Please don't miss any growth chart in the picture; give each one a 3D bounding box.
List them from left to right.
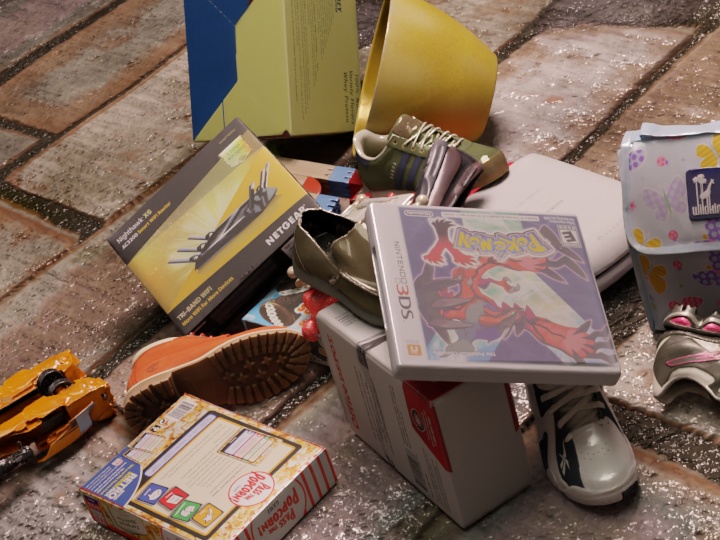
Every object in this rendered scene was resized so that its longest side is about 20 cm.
[{"bbox_3d":[-0.009,-0.030,1.698,0.145,0.018,0.200,-46,17,-15],"label":"growth chart"}]

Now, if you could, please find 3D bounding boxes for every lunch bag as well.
[{"bbox_3d":[0.334,-0.046,1.554,0.168,0.201,0.127,-1,37,24],"label":"lunch bag"}]

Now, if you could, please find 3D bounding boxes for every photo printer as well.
[{"bbox_3d":[0.197,-0.038,1.728,0.166,0.070,0.199,-36,37,-24],"label":"photo printer"}]

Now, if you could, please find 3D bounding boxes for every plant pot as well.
[{"bbox_3d":[0.080,-0.216,1.962,0.141,0.201,0.201,12,35,-5],"label":"plant pot"}]

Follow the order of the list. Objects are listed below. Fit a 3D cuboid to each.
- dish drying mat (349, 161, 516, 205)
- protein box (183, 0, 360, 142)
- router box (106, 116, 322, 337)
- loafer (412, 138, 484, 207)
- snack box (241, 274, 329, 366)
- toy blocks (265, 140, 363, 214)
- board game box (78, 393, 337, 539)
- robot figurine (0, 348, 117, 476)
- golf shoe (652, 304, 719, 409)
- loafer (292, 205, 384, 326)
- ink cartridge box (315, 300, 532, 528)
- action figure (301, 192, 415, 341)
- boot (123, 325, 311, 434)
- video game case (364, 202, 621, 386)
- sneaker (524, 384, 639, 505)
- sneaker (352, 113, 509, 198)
[{"bbox_3d":[0.083,-0.082,1.895,0.198,0.018,0.077,-13,33,10],"label":"dish drying mat"},{"bbox_3d":[-0.102,-0.258,2.010,0.134,0.201,0.200,-1,6,25],"label":"protein box"},{"bbox_3d":[-0.151,-0.041,1.811,0.200,0.052,0.157,-44,63,0],"label":"router box"},{"bbox_3d":[0.076,-0.039,1.699,0.062,0.072,0.201,18,65,-3],"label":"loafer"},{"bbox_3d":[-0.013,0.049,1.738,0.199,0.037,0.116,13,45,39],"label":"snack box"},{"bbox_3d":[-0.081,-0.056,1.887,0.136,0.100,0.201,11,46,22],"label":"toy blocks"},{"bbox_3d":[-0.144,0.201,1.576,0.199,0.047,0.151,16,47,41],"label":"board game box"},{"bbox_3d":[-0.356,0.163,1.726,0.199,0.059,0.145,-33,35,-21],"label":"robot figurine"},{"bbox_3d":[0.354,0.091,1.482,0.199,0.077,0.089,5,60,36],"label":"golf shoe"},{"bbox_3d":[0.003,-0.007,1.517,0.199,0.070,0.075,19,45,42],"label":"loafer"},{"bbox_3d":[0.055,0.114,1.513,0.083,0.145,0.200,-29,35,-20],"label":"ink cartridge box"},{"bbox_3d":[0.000,0.000,1.724,0.065,0.052,0.200,7,45,42],"label":"action figure"},{"bbox_3d":[-0.149,0.090,1.719,0.198,0.075,0.107,-18,28,3],"label":"boot"},{"bbox_3d":[0.111,0.019,1.444,0.198,0.023,0.183,3,49,-15],"label":"video game case"},{"bbox_3d":[0.183,0.105,1.476,0.079,0.130,0.200,-16,34,6],"label":"sneaker"},{"bbox_3d":[0.066,-0.127,1.827,0.199,0.090,0.067,-7,25,48],"label":"sneaker"}]
